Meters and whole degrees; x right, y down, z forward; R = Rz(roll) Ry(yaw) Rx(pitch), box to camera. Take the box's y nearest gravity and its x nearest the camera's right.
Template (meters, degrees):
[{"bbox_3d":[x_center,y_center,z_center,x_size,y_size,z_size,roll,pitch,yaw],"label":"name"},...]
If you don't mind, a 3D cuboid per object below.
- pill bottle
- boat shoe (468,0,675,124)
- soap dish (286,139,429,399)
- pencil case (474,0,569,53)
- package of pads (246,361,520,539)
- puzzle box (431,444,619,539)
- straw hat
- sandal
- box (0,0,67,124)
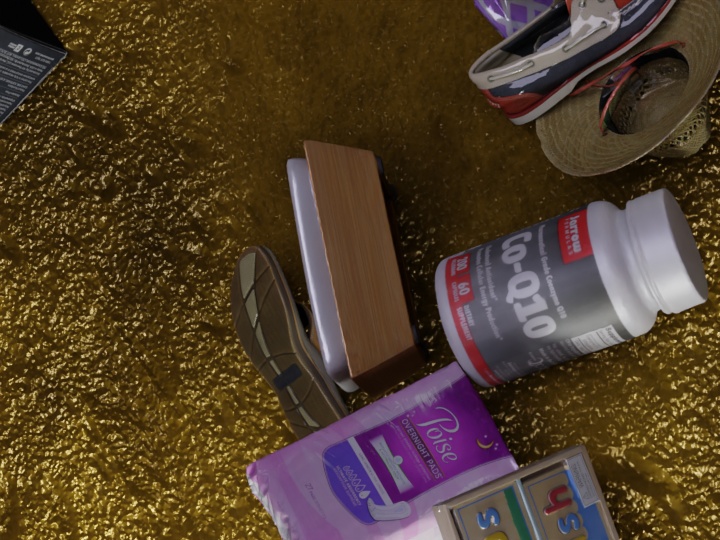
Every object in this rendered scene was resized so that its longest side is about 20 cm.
[{"bbox_3d":[0.171,0.012,1.352,0.198,0.114,0.115,-21,75,20],"label":"pill bottle"},{"bbox_3d":[0.178,-0.202,1.361,0.200,0.062,0.071,-39,31,20],"label":"boat shoe"},{"bbox_3d":[0.000,0.000,1.414,0.080,0.157,0.202,-13,78,5],"label":"soap dish"},{"bbox_3d":[0.183,-0.272,1.405,0.199,0.084,0.086,-39,32,12],"label":"pencil case"},{"bbox_3d":[0.021,0.170,1.325,0.198,0.076,0.121,-24,63,-15],"label":"package of pads"},{"bbox_3d":[0.147,0.249,1.274,0.132,0.025,0.202,-20,87,-21],"label":"puzzle box"},{"bbox_3d":[0.241,-0.135,1.352,0.200,0.085,0.202,-34,35,28],"label":"straw hat"},{"bbox_3d":[-0.054,0.071,1.476,0.080,0.054,0.201,-31,87,45],"label":"sandal"},{"bbox_3d":[-0.433,-0.227,1.649,0.197,0.124,0.201,-44,68,15],"label":"box"}]
